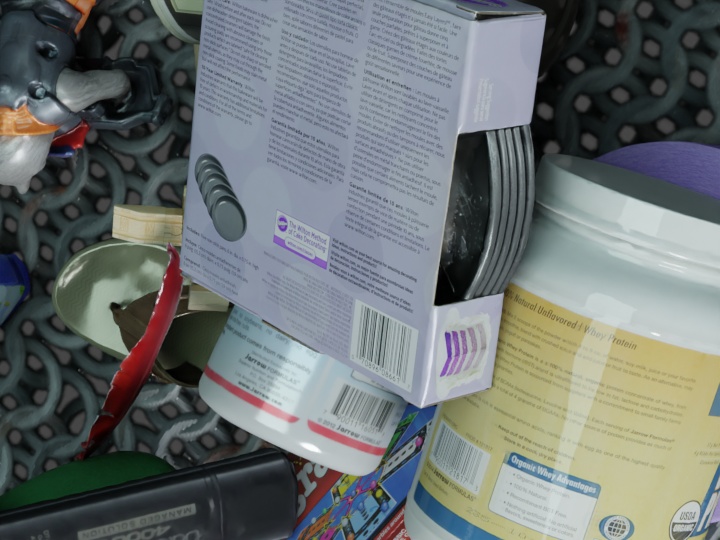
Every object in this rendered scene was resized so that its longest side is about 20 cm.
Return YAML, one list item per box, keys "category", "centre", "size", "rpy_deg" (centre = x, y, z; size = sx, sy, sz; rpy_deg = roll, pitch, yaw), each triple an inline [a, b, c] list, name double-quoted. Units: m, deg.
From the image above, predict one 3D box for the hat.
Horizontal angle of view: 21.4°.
- category: "hat"
  centre: [-0.122, 0.119, 1.119]
  size: [0.166, 0.200, 0.176]
  rpy_deg: [41, 73, -5]

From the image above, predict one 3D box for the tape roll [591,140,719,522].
- category: "tape roll"
  centre: [0.171, 0.032, 1.008]
  size: [0.200, 0.066, 0.200]
  rpy_deg: [0, 90, 30]

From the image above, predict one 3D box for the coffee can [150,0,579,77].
- category: "coffee can"
  centre: [0.004, -0.183, 0.999]
  size: [0.200, 0.146, 0.146]
  rpy_deg: [9, 94, 24]

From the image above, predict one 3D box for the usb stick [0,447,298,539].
- category: "usb stick"
  centre: [-0.120, 0.138, 1.017]
  size: [0.033, 0.200, 0.055]
  rpy_deg: [17, 113, 54]

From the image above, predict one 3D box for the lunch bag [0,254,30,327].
- category: "lunch bag"
  centre: [-0.320, 0.041, 1.149]
  size: [0.200, 0.170, 0.128]
  rpy_deg: [-25, 83, 20]

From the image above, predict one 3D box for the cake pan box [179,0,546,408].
- category: "cake pan box"
  centre: [-0.005, -0.055, 0.889]
  size: [0.200, 0.052, 0.184]
  rpy_deg: [26, 119, 44]

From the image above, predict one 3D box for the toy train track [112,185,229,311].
- category: "toy train track"
  centre: [-0.076, -0.046, 1.031]
  size: [0.115, 0.033, 0.200]
  rpy_deg: [3, 132, -7]

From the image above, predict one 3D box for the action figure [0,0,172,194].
- category: "action figure"
  centre: [-0.220, -0.143, 1.147]
  size: [0.200, 0.105, 0.194]
  rpy_deg: [-3, 80, 18]

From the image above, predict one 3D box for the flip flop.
- category: "flip flop"
  centre: [-0.098, 0.042, 1.126]
  size: [0.200, 0.058, 0.081]
  rpy_deg: [30, 101, 17]

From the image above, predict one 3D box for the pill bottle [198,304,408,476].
- category: "pill bottle"
  centre: [0.000, 0.000, 1.020]
  size: [0.109, 0.109, 0.200]
  rpy_deg: [26, 91, 18]

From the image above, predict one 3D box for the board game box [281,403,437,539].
- category: "board game box"
  centre: [0.000, 0.117, 1.061]
  size: [0.200, 0.019, 0.103]
  rpy_deg: [-50, 41, 17]

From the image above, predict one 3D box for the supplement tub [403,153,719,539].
- category: "supplement tub"
  centre: [0.115, 0.057, 0.920]
  size: [0.145, 0.145, 0.200]
  rpy_deg: [21, 102, 18]

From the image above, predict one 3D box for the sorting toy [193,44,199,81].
- category: "sorting toy"
  centre: [-0.006, -0.115, 1.106]
  size: [0.200, 0.036, 0.185]
  rpy_deg: [-5, 89, 24]
